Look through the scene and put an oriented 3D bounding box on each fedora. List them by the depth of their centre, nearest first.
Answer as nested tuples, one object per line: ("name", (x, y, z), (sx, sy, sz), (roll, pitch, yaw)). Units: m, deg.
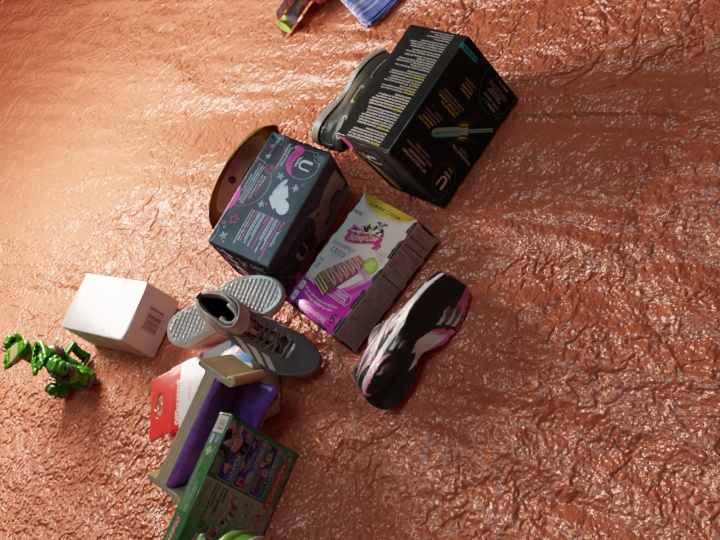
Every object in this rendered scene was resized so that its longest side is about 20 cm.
("fedora", (-0.167, -0.137, 1.608), (0.082, 0.201, 0.201), (31, 81, 12))

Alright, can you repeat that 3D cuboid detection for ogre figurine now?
("ogre figurine", (-0.533, 0.163, 1.713), (0.200, 0.120, 0.098), (-11, 58, 38))

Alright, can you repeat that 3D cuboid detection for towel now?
("towel", (0.005, -0.545, 1.765), (0.145, 0.024, 0.200), (-43, 71, 6))

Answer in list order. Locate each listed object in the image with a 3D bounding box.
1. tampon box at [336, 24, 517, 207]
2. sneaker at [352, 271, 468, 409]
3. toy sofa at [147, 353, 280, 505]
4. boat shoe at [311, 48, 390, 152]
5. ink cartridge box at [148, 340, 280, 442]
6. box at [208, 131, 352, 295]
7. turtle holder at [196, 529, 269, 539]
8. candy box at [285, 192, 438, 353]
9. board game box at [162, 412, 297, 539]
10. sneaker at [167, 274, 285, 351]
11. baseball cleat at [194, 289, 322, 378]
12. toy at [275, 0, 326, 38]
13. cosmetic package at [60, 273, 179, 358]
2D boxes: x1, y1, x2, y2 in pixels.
("tampon box", (0.096, -0.222, 1.416), (0.126, 0.150, 0.200), (27, 80, 48))
("sneaker", (0.054, 0.079, 1.291), (0.200, 0.080, 0.086), (-49, 30, -8))
("toy sofa", (-0.198, 0.221, 1.338), (0.097, 0.083, 0.200), (31, 104, 23))
("boat shoe", (0.002, -0.275, 1.604), (0.060, 0.072, 0.202), (29, 73, 27))
("ink cartridge box", (-0.216, 0.184, 1.455), (0.200, 0.067, 0.116), (-26, 47, 24))
("box", (-0.116, -0.082, 1.498), (0.114, 0.132, 0.200), (24, 76, 23))
("turtle holder", (-0.145, 0.411, 1.174), (0.131, 0.141, 0.186), (16, 60, 26))
("candy box", (0.000, 0.000, 1.405), (0.200, 0.061, 0.136), (-53, 40, -4))
("board game box", (-0.170, 0.303, 1.276), (0.029, 0.135, 0.200), (5, 64, 43))
("sneaker", (-0.182, 0.071, 1.484), (0.200, 0.105, 0.076), (-24, 63, 20))
("baseball cleat", (-0.144, 0.091, 1.358), (0.070, 0.200, 0.106), (-63, -1, -7))
("toy", (-0.085, -0.533, 1.867), (0.047, 0.115, 0.200), (36, 82, 9))
("cosmetic package", (-0.417, 0.076, 1.703), (0.200, 0.081, 0.113), (4, 66, 42))
